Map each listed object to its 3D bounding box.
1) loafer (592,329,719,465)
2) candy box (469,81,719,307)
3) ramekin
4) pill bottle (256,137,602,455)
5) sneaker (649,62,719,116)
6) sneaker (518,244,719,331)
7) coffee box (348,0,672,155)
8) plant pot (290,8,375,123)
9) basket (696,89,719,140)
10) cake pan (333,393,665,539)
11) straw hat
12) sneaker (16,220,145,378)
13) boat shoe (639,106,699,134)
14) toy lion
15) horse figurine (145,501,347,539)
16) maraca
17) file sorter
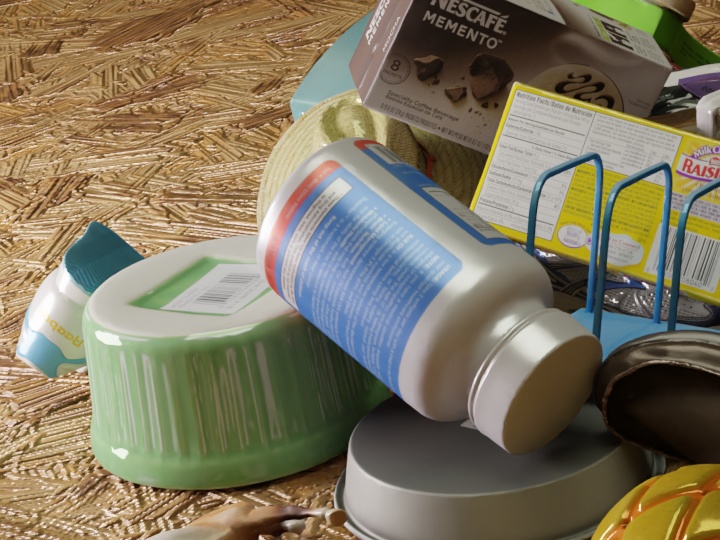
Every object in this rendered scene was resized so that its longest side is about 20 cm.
[{"bbox_3d":[0.221,0.089,1.242,0.198,0.074,0.071,12,33,17],"label":"loafer"},{"bbox_3d":[0.176,-0.048,1.474,0.199,0.103,0.026,19,-8,21],"label":"candy box"},{"bbox_3d":[-0.085,0.052,1.453,0.198,0.099,0.200,-8,21,3],"label":"ramekin"},{"bbox_3d":[0.041,0.018,1.311,0.112,0.113,0.200,-25,50,-36],"label":"pill bottle"},{"bbox_3d":[0.202,-0.102,1.695,0.198,0.076,0.088,-13,28,24],"label":"sneaker"},{"bbox_3d":[0.179,-0.003,1.509,0.199,0.086,0.077,9,28,37],"label":"sneaker"},{"bbox_3d":[0.105,-0.145,1.612,0.199,0.114,0.080,21,22,-17],"label":"coffee box"},{"bbox_3d":[0.049,-0.135,1.829,0.141,0.142,0.199,13,36,44],"label":"plant pot"},{"bbox_3d":[0.345,-0.068,1.542,0.199,0.137,0.123,-19,25,-25],"label":"basket"},{"bbox_3d":[0.080,0.108,1.333,0.198,0.037,0.201,-8,21,3],"label":"cake pan"},{"bbox_3d":[0.005,-0.078,1.629,0.199,0.085,0.203,-5,57,8],"label":"straw hat"},{"bbox_3d":[-0.191,0.022,1.597,0.076,0.081,0.200,38,12,4],"label":"sneaker"},{"bbox_3d":[0.216,-0.071,1.574,0.199,0.073,0.072,-14,12,-35],"label":"boat shoe"},{"bbox_3d":[0.229,-0.180,1.853,0.191,0.069,0.199,21,-5,46],"label":"toy lion"},{"bbox_3d":[-0.096,0.170,1.219,0.199,0.050,0.132,-30,16,-30],"label":"horse figurine"},{"bbox_3d":[0.182,0.157,1.069,0.136,0.108,0.200,-24,25,-18],"label":"maraca"},{"bbox_3d":[0.207,0.007,1.358,0.198,0.124,0.139,10,15,24],"label":"file sorter"}]
